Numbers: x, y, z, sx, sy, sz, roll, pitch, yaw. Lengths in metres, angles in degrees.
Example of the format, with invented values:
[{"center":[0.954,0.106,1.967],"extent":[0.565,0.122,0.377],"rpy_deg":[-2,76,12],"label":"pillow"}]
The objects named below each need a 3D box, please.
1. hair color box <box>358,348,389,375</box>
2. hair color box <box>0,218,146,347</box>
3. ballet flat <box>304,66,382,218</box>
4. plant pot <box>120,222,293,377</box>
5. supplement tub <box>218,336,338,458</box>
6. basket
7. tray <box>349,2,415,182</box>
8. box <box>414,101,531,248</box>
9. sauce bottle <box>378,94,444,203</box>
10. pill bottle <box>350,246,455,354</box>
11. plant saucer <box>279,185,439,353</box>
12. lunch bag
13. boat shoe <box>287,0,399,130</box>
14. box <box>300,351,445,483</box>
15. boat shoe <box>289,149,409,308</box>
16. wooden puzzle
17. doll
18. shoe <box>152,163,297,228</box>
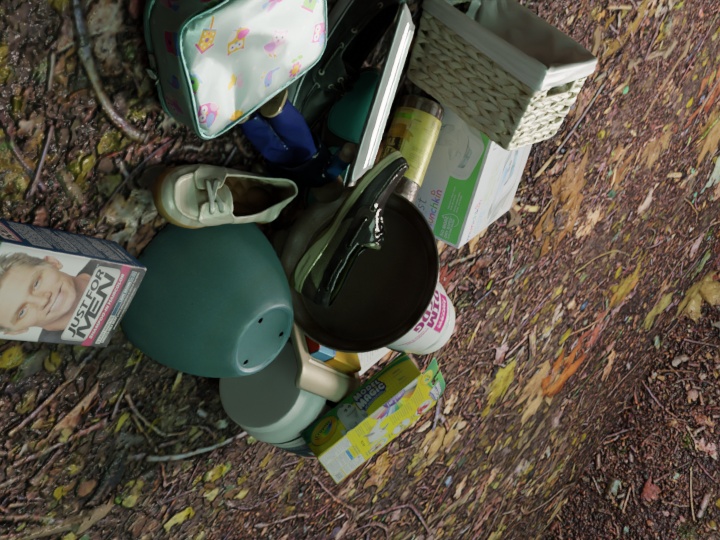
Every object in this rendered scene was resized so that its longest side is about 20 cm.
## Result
[{"center":[0.030,0.064,1.662],"extent":[0.199,0.065,0.110],"rpy_deg":[-36,146,-28],"label":"hair color box"},{"center":[-0.310,0.014,1.093],"extent":[0.199,0.060,0.101],"rpy_deg":[13,109,-59],"label":"hair color box"},{"center":[-0.017,-0.160,1.373],"extent":[0.064,0.067,0.202],"rpy_deg":[-57,172,-69],"label":"ballet flat"},{"center":[-0.155,0.043,1.284],"extent":[0.199,0.134,0.202],"rpy_deg":[-36,146,-30],"label":"plant pot"},{"center":[-0.090,0.169,1.507],"extent":[0.141,0.140,0.200],"rpy_deg":[-54,152,-2],"label":"supplement tub"},{"center":[0.170,-0.255,1.404],"extent":[0.135,0.200,0.124],"rpy_deg":[-21,142,-46],"label":"basket"},{"center":[0.026,-0.199,1.262],"extent":[0.107,0.022,0.202],"rpy_deg":[-92,-161,-77],"label":"tray"},{"center":[0.162,-0.162,1.571],"extent":[0.176,0.096,0.202],"rpy_deg":[-34,147,-52],"label":"box"},{"center":[0.050,-0.123,1.437],"extent":[0.065,0.064,0.202],"rpy_deg":[38,68,-62],"label":"sauce bottle"},{"center":[0.048,0.043,1.445],"extent":[0.114,0.113,0.200],"rpy_deg":[-55,153,2],"label":"pill bottle"},{"center":[0.000,0.000,1.338],"extent":[0.201,0.199,0.034],"rpy_deg":[-54,161,-1],"label":"plant saucer"},{"center":[-0.122,-0.231,1.106],"extent":[0.199,0.077,0.161],"rpy_deg":[-39,149,-27],"label":"lunch bag"},{"center":[-0.027,-0.233,1.269],"extent":[0.202,0.056,0.068],"rpy_deg":[-60,151,8],"label":"boat shoe"},{"center":[0.023,0.186,1.477],"extent":[0.199,0.048,0.118],"rpy_deg":[-36,151,-7],"label":"box"},{"center":[-0.001,-0.045,1.299],"extent":[0.201,0.065,0.073],"rpy_deg":[-53,169,7],"label":"boat shoe"},{"center":[-0.049,0.063,1.439],"extent":[0.037,0.203,0.185],"rpy_deg":[-18,159,19],"label":"wooden puzzle"},{"center":[-0.068,-0.132,1.264],"extent":[0.200,0.135,0.049],"rpy_deg":[51,38,-55],"label":"doll"},{"center":[-0.144,-0.084,1.219],"extent":[0.199,0.053,0.071],"rpy_deg":[-4,82,-56],"label":"shoe"}]
